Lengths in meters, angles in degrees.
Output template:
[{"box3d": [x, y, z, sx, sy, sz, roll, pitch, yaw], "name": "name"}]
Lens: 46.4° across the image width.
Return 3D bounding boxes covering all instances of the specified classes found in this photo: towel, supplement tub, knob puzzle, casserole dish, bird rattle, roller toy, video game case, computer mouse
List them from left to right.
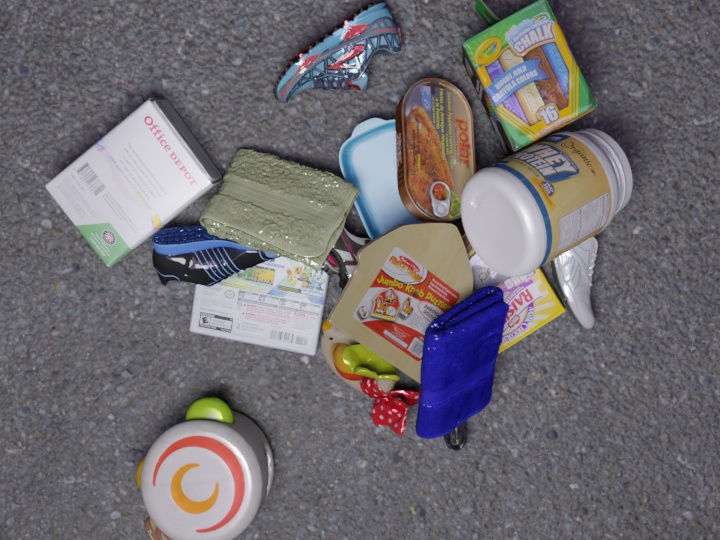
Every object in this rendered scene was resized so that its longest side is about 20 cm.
[{"box3d": [-0.225, 0.306, 1.255, 0.200, 0.140, 0.183, -44, 88, 4], "name": "roller toy"}, {"box3d": [-0.147, 0.020, 1.256, 0.196, 0.022, 0.186, 11, 101, 0], "name": "video game case"}, {"box3d": [-0.112, -0.091, 1.171, 0.197, 0.037, 0.150, 19, 65, 14], "name": "towel"}, {"box3d": [0.015, 0.137, 1.231, 0.161, 0.201, 0.113, 26, 62, 26], "name": "bird rattle"}, {"box3d": [0.046, -0.122, 1.213, 0.119, 0.039, 0.203, -23, 101, 5], "name": "casserole dish"}, {"box3d": [0.070, 0.024, 1.132, 0.215, 0.030, 0.225, -4, 102, -21], "name": "knob puzzle"}, {"box3d": [0.140, 0.177, 1.256, 0.058, 0.034, 0.204, -11, 112, -31], "name": "computer mouse"}, {"box3d": [0.141, 0.131, 1.149, 0.049, 0.147, 0.203, 33, 139, 35], "name": "towel"}, {"box3d": [0.245, -0.094, 1.100, 0.198, 0.144, 0.147, -27, 102, -27], "name": "supplement tub"}]

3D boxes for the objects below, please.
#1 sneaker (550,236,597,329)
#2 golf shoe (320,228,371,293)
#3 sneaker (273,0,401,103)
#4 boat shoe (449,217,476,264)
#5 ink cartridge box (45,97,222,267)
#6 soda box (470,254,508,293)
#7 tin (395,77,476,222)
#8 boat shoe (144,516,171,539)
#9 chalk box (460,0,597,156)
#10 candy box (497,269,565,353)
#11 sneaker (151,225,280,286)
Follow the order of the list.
[{"box3d": [0.312, -0.012, 1.214, 0.079, 0.070, 0.204, -20, 100, 3], "name": "sneaker"}, {"box3d": [0.000, 0.000, 1.215, 0.088, 0.077, 0.200, -47, 113, -10], "name": "golf shoe"}, {"box3d": [-0.029, -0.282, 1.163, 0.198, 0.079, 0.096, -34, 101, 8], "name": "sneaker"}, {"box3d": [0.099, -0.026, 1.175, 0.199, 0.072, 0.068, -38, 112, -2], "name": "boat shoe"}, {"box3d": [-0.318, -0.128, 1.197, 0.199, 0.088, 0.146, -36, 99, 10], "name": "ink cartridge box"}, {"box3d": [0.165, -0.003, 1.219, 0.198, 0.068, 0.064, -35, 100, 8], "name": "soda box"}, {"box3d": [0.104, -0.164, 1.164, 0.110, 0.042, 0.204, 2, 79, -16], "name": "tin"}, {"box3d": [-0.270, 0.458, 1.326, 0.071, 0.076, 0.202, -30, 90, 11], "name": "boat shoe"}, {"box3d": [0.212, -0.274, 1.127, 0.122, 0.125, 0.203, -25, 92, 7], "name": "chalk box"}, {"box3d": [0.197, 0.071, 1.255, 0.198, 0.026, 0.103, -34, 102, 8], "name": "candy box"}, {"box3d": [-0.199, -0.019, 1.211, 0.195, 0.071, 0.079, -1, 123, -3], "name": "sneaker"}]
